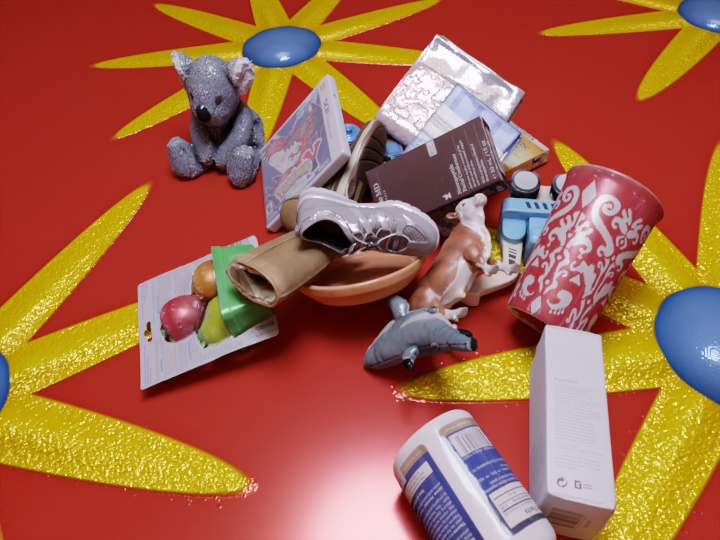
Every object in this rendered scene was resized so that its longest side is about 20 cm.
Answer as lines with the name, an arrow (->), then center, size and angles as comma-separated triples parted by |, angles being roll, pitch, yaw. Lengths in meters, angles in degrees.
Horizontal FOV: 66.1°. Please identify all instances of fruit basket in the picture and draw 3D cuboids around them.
fruit basket -> -0.219, 0.056, 0.781 | 0.195, 0.095, 0.188 | -26, 50, 2

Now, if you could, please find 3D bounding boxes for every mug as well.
mug -> 0.302, -0.002, 0.733 | 0.204, 0.175, 0.133 | -59, 24, -4

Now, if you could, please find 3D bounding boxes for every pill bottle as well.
pill bottle -> 0.124, 0.256, 0.557 | 0.108, 0.113, 0.202 | -23, 51, -17

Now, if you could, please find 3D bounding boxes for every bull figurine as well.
bull figurine -> 0.136, 0.000, 0.748 | 0.204, 0.064, 0.121 | -59, 39, 6

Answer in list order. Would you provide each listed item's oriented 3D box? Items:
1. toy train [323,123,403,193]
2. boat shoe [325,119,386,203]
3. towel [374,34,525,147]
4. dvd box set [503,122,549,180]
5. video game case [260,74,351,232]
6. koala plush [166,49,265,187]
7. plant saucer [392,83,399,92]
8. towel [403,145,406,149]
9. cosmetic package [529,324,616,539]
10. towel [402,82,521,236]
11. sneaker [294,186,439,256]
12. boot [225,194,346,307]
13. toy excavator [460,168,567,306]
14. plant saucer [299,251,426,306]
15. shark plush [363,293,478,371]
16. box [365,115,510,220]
toy train -> -0.014, -0.193, 0.971 | 0.192, 0.088, 0.117 | -10, 55, -6
boat shoe -> -0.023, -0.152, 0.884 | 0.073, 0.075, 0.208 | 14, 73, 30
towel -> 0.151, -0.273, 0.935 | 0.198, 0.032, 0.194 | 36, 87, 9
dvd box set -> 0.221, -0.209, 1.004 | 0.195, 0.030, 0.147 | -26, 52, -18
video game case -> -0.099, -0.194, 0.915 | 0.023, 0.199, 0.187 | 21, 43, -39
koala plush -> -0.257, -0.292, 0.990 | 0.170, 0.204, 0.188 | 8, 49, 11
plant saucer -> 0.155, -0.311, 1.031 | 0.192, 0.036, 0.205 | -3, 45, 2
towel -> 0.143, -0.257, 1.021 | 0.147, 0.024, 0.204 | -10, 45, -3
cosmetic package -> 0.234, 0.178, 0.626 | 0.071, 0.104, 0.205 | 9, 51, 10
towel -> 0.148, -0.178, 0.894 | 0.146, 0.024, 0.202 | 39, 97, 12
sneaker -> 0.005, -0.043, 0.718 | 0.192, 0.076, 0.084 | 10, 44, 5
boot -> -0.107, -0.037, 0.767 | 0.171, 0.068, 0.198 | 17, 34, 34
toy excavator -> 0.239, -0.041, 0.827 | 0.187, 0.101, 0.206 | 5, 58, 9
plant saucer -> 0.000, 0.000, 0.786 | 0.192, 0.039, 0.201 | -12, 19, 4
shark plush -> 0.078, 0.098, 0.676 | 0.083, 0.093, 0.197 | -42, 26, -25
box -> 0.114, -0.137, 0.836 | 0.195, 0.074, 0.104 | -23, 78, 23
